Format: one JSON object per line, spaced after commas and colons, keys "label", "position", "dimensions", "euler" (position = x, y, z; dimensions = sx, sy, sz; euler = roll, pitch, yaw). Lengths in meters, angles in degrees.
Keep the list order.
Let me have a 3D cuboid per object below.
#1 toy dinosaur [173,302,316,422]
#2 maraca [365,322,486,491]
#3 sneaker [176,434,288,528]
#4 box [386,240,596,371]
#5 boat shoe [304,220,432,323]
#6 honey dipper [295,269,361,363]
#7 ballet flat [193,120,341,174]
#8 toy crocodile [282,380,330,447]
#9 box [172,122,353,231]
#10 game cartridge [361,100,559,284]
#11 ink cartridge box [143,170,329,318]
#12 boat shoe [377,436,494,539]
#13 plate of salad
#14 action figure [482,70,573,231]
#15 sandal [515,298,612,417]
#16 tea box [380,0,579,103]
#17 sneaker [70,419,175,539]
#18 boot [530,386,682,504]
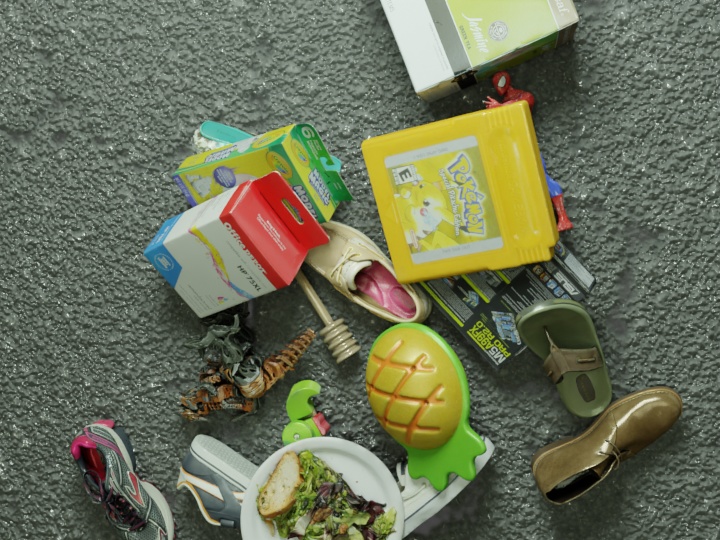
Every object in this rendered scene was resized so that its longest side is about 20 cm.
{"label": "toy dinosaur", "position": [-0.152, 0.118, 1.197], "dimensions": [0.199, 0.102, 0.136], "euler": [-30, 104, -7]}
{"label": "maraca", "position": [0.075, 0.160, 1.117], "dimensions": [0.137, 0.107, 0.201], "euler": [-30, 79, 37]}
{"label": "sneaker", "position": [-0.144, 0.296, 1.202], "dimensions": [0.199, 0.078, 0.080], "euler": [31, 96, 14]}
{"label": "box", "position": [0.152, -0.005, 1.114], "dimensions": [0.200, 0.044, 0.160], "euler": [46, 122, 5]}
{"label": "boat shoe", "position": [0.000, 0.000, 1.155], "dimensions": [0.199, 0.069, 0.074], "euler": [31, 99, 7]}
{"label": "honey dipper", "position": [-0.067, 0.024, 1.186], "dimensions": [0.038, 0.038, 0.201], "euler": [-33, 87, 11]}
{"label": "ballet flat", "position": [-0.115, -0.132, 1.177], "dimensions": [0.198, 0.072, 0.072], "euler": [19, 97, 11]}
{"label": "toy crocodile", "position": [-0.049, 0.237, 1.183], "dimensions": [0.061, 0.067, 0.202], "euler": [-19, 90, 10]}
{"label": "box", "position": [-0.115, -0.100, 1.125], "dimensions": [0.199, 0.049, 0.118], "euler": [-13, 122, 31]}
{"label": "game cartridge", "position": [0.112, -0.083, 1.062], "dimensions": [0.198, 0.032, 0.178], "euler": [-10, 103, 30]}
{"label": "ink cartridge box", "position": [-0.148, -0.028, 1.124], "dimensions": [0.199, 0.067, 0.116], "euler": [-21, 119, 36]}
{"label": "boat shoe", "position": [0.075, 0.261, 1.165], "dimensions": [0.200, 0.071, 0.070], "euler": [-43, 89, 17]}
{"label": "plate of salad", "position": [-0.045, 0.301, 1.127], "dimensions": [0.198, 0.048, 0.202], "euler": [0, 92, -4]}
{"label": "action figure", "position": [0.175, -0.133, 1.100], "dimensions": [0.065, 0.098, 0.202], "euler": [-17, 89, 56]}
{"label": "sandal", "position": [0.245, 0.106, 1.078], "dimensions": [0.079, 0.058, 0.201], "euler": [-26, 123, 16]}
{"label": "tea box", "position": [0.123, -0.326, 1.075], "dimensions": [0.195, 0.134, 0.202], "euler": [-21, 90, 12]}
{"label": "sneaker", "position": [-0.318, 0.297, 1.234], "dimensions": [0.080, 0.075, 0.201], "euler": [-32, 89, 11]}
{"label": "boot", "position": [0.297, 0.211, 1.108], "dimensions": [0.199, 0.076, 0.074], "euler": [-35, 103, 12]}
